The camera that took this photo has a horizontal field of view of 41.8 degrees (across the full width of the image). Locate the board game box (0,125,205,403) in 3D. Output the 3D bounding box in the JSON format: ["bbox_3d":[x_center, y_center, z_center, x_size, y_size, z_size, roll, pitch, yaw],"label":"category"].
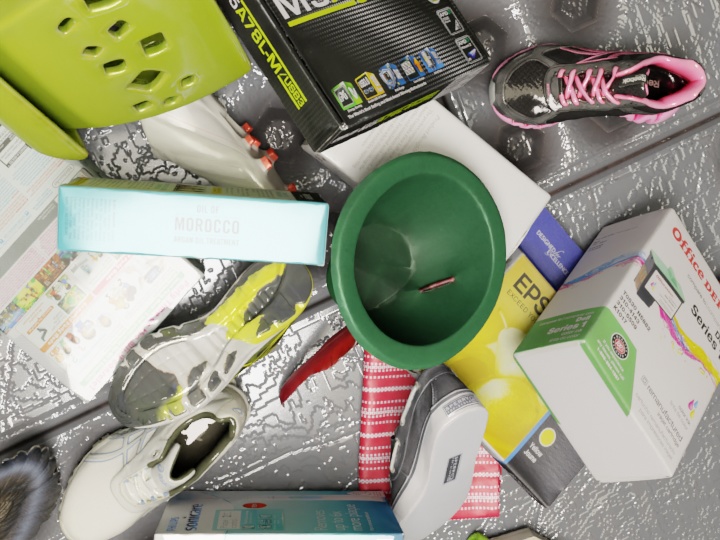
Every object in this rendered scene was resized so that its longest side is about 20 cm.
[{"bbox_3d":[-0.251,-0.013,0.789,0.200,0.064,0.148,44,88,-11],"label":"board game box"}]

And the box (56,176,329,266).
[{"bbox_3d":[-0.127,-0.039,0.732,0.197,0.082,0.050,3,100,-9],"label":"box"}]

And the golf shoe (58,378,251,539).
[{"bbox_3d":[-0.180,0.167,0.806,0.200,0.097,0.078,-42,103,-3],"label":"golf shoe"}]

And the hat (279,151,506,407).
[{"bbox_3d":[0.000,0.000,0.811,0.200,0.175,0.167,-41,110,-25],"label":"hat"}]

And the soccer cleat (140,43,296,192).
[{"bbox_3d":[-0.131,-0.105,0.804,0.077,0.069,0.200,-39,100,10],"label":"soccer cleat"}]

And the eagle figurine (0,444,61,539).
[{"bbox_3d":[-0.351,0.233,0.782,0.152,0.149,0.202,43,50,-50],"label":"eagle figurine"}]

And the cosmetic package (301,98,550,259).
[{"bbox_3d":[0.057,-0.087,0.835,0.199,0.074,0.102,38,89,-14],"label":"cosmetic package"}]

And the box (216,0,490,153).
[{"bbox_3d":[-0.012,-0.210,0.748,0.199,0.047,0.194,-30,88,-41],"label":"box"}]

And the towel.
[{"bbox_3d":[0.070,0.139,0.888,0.143,0.022,0.203,1,96,-10],"label":"towel"}]

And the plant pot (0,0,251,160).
[{"bbox_3d":[-0.221,-0.211,0.681,0.181,0.199,0.201,-33,71,1],"label":"plant pot"}]

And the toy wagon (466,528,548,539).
[{"bbox_3d":[0.139,0.354,0.916,0.154,0.040,0.201,31,90,-12],"label":"toy wagon"}]

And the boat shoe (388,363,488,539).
[{"bbox_3d":[0.055,0.163,0.828,0.071,0.068,0.201,-15,137,-24],"label":"boat shoe"}]

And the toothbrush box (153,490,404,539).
[{"bbox_3d":[-0.070,0.243,0.799,0.197,0.146,0.086,0,90,-5],"label":"toothbrush box"}]

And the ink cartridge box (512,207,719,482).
[{"bbox_3d":[0.243,0.062,0.832,0.145,0.084,0.200,54,52,-13],"label":"ink cartridge box"}]

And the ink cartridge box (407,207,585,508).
[{"bbox_3d":[0.172,0.082,0.872,0.200,0.047,0.198,-47,108,-6],"label":"ink cartridge box"}]

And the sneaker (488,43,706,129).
[{"bbox_3d":[0.216,-0.167,0.844,0.197,0.095,0.080,-5,99,-9],"label":"sneaker"}]

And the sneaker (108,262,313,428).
[{"bbox_3d":[-0.120,0.070,0.804,0.199,0.085,0.075,-35,76,-10],"label":"sneaker"}]

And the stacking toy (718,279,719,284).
[{"bbox_3d":[0.434,0.051,0.921,0.198,0.085,0.086,19,93,-7],"label":"stacking toy"}]
